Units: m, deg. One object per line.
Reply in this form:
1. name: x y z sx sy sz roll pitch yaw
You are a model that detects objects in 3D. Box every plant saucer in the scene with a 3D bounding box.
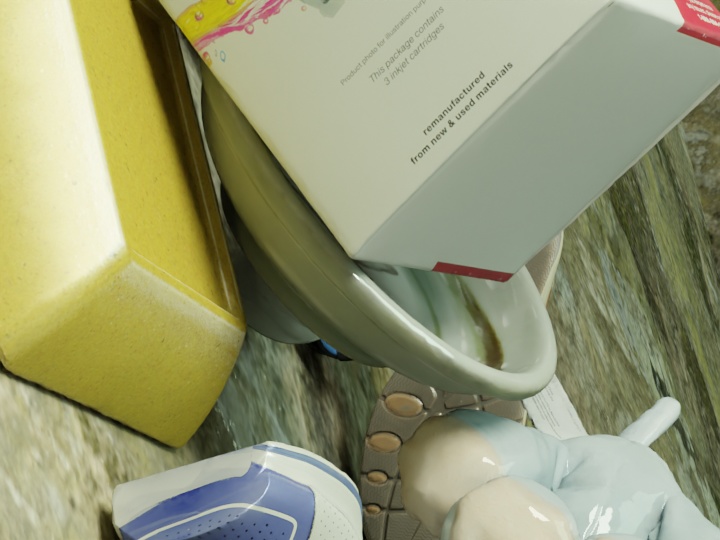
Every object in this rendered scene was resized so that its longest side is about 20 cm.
1. plant saucer: -0.004 -0.016 1.204 0.200 0.050 0.200 42 19 -19
2. plant saucer: -0.099 -0.048 1.100 0.200 0.048 0.201 38 37 -70

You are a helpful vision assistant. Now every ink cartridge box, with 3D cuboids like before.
1. ink cartridge box: 0.020 -0.120 1.155 0.200 0.145 0.145 54 20 21

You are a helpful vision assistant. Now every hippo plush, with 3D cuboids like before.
1. hippo plush: 0.065 0.149 1.230 0.159 0.161 0.200 17 22 -23

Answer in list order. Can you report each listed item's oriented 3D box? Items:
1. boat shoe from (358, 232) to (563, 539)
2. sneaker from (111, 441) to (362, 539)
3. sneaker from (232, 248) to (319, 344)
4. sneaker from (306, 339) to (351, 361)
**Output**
1. boat shoe: 0.054 0.047 1.437 0.072 0.075 0.201 -5 116 -82
2. sneaker: -0.019 0.156 1.092 0.200 0.080 0.116 61 14 -51
3. sneaker: 0.020 -0.048 1.340 0.200 0.070 0.080 -48 170 -38
4. sneaker: 0.000 0.000 1.457 0.200 0.073 0.112 35 42 -59
